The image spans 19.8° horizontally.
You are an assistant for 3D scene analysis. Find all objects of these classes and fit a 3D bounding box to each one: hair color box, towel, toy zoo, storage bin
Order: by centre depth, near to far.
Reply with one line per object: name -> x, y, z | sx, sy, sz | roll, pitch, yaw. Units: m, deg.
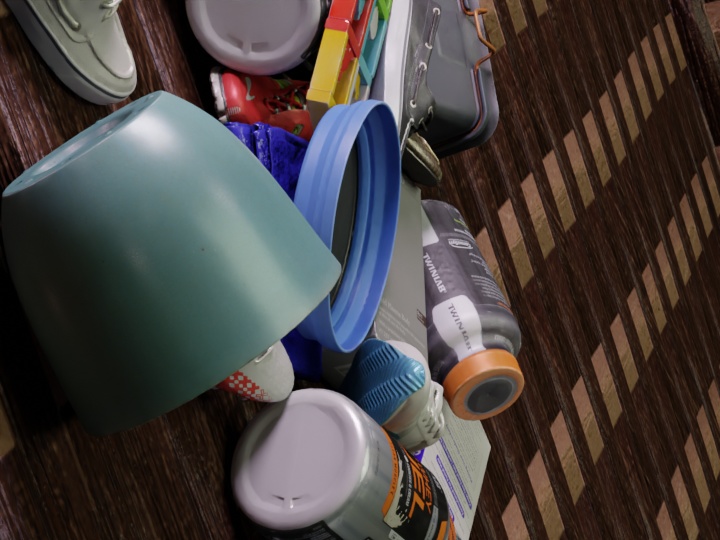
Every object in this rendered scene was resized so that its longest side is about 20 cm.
towel -> -0.064, -0.012, 1.656 | 0.147, 0.049, 0.202 | 12, 75, -66
toy zoo -> -0.008, -0.180, 1.691 | 0.131, 0.020, 0.201 | 62, 41, -72
hair color box -> 0.060, 0.181, 1.870 | 0.200, 0.064, 0.110 | -71, 142, -58
storage bin -> 0.045, -0.219, 2.008 | 0.134, 0.145, 0.202 | 10, 67, -56

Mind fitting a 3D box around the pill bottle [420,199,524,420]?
pill bottle -> 0.080, 0.039, 1.868 | 0.106, 0.106, 0.201 | 48, 13, -50

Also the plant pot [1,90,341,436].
plant pot -> -0.138, -0.017, 1.336 | 0.162, 0.200, 0.201 | 58, 25, -12

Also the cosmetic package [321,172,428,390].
cosmetic package -> 0.000, 0.000, 1.805 | 0.107, 0.090, 0.201 | 39, 44, -51

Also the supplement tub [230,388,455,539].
supplement tub -> -0.007, 0.183, 1.618 | 0.200, 0.122, 0.123 | 46, 36, -53

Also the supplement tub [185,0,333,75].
supplement tub -> -0.062, -0.244, 1.733 | 0.200, 0.122, 0.123 | -54, 127, -67

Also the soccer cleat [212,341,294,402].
soccer cleat -> -0.098, 0.026, 1.507 | 0.200, 0.085, 0.069 | 50, 37, -32

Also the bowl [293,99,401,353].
bowl -> -0.013, -0.036, 1.640 | 0.201, 0.039, 0.202 | 8, 90, -76

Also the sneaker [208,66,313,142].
sneaker -> -0.063, -0.139, 1.735 | 0.200, 0.084, 0.078 | 2, 74, -68

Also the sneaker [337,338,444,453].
sneaker -> 0.033, 0.105, 1.694 | 0.200, 0.080, 0.077 | 127, -35, -70

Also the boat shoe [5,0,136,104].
boat shoe -> -0.200, -0.196, 1.447 | 0.071, 0.069, 0.200 | -84, 151, -43

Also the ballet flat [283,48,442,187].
ballet flat -> 0.001, -0.151, 1.841 | 0.200, 0.067, 0.046 | 41, 68, -6

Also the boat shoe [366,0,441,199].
boat shoe -> 0.036, -0.150, 1.782 | 0.066, 0.070, 0.201 | 15, 67, -21
